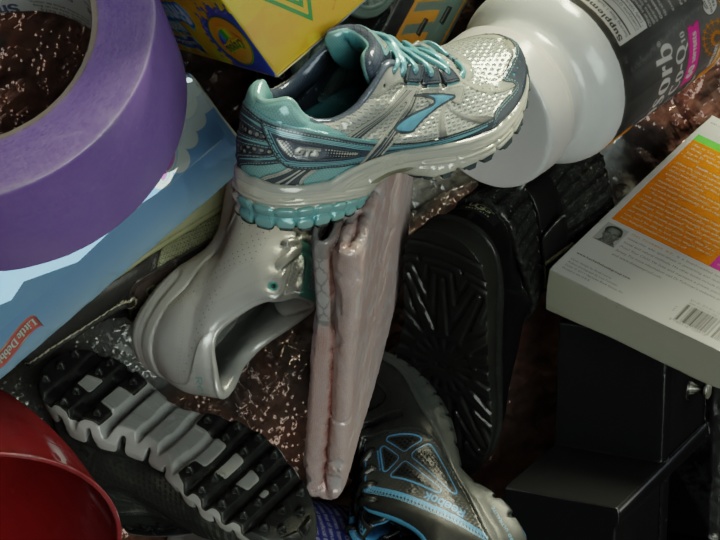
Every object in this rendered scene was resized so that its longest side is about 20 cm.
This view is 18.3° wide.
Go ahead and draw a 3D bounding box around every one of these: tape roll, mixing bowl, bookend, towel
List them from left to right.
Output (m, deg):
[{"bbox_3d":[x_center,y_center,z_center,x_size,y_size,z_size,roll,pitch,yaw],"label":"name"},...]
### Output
[{"bbox_3d":[-0.244,0.132,1.268,0.199,0.109,0.201,-13,138,-12],"label":"mixing bowl"},{"bbox_3d":[-0.199,-0.107,1.211,0.200,0.200,0.085,-41,156,-12],"label":"tape roll"},{"bbox_3d":[0.000,0.000,1.304,0.032,0.200,0.192,10,130,7],"label":"towel"},{"bbox_3d":[0.164,0.116,1.411,0.199,0.092,0.201,-28,122,-59],"label":"bookend"}]

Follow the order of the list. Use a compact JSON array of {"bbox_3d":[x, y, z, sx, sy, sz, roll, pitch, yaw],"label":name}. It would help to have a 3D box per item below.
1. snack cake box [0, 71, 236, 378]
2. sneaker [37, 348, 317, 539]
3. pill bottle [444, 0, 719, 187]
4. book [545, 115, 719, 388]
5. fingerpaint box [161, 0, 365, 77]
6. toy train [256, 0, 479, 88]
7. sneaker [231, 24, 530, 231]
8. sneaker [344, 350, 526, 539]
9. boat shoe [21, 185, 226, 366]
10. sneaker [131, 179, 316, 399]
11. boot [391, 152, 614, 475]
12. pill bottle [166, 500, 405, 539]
[{"bbox_3d":[-0.172,-0.033,1.285,0.200,0.115,0.067,-42,113,-12],"label":"snack cake box"},{"bbox_3d":[-0.106,0.125,1.320,0.066,0.200,0.091,-41,148,-38],"label":"sneaker"},{"bbox_3d":[0.133,-0.134,1.367,0.200,0.116,0.117,-36,114,-40],"label":"pill bottle"},{"bbox_3d":[0.227,-0.012,1.415,0.200,0.133,0.048,-38,144,-40],"label":"book"},{"bbox_3d":[-0.103,-0.200,1.237,0.073,0.200,0.167,-41,114,-11],"label":"fingerpaint box"},{"bbox_3d":[0.013,-0.166,1.365,0.114,0.085,0.201,29,88,-35],"label":"toy train"},{"bbox_3d":[0.017,-0.093,1.195,0.200,0.077,0.087,-30,132,-34],"label":"sneaker"},{"bbox_3d":[0.021,0.123,1.362,0.082,0.200,0.073,-15,140,-31],"label":"sneaker"},{"bbox_3d":[-0.122,0.001,1.338,0.201,0.072,0.066,-39,108,-18],"label":"boat shoe"},{"bbox_3d":[-0.046,-0.013,1.294,0.075,0.088,0.201,35,85,-43],"label":"sneaker"},{"bbox_3d":[0.093,0.018,1.435,0.158,0.079,0.212,-43,150,-43],"label":"boot"},{"bbox_3d":[-0.016,0.204,1.399,0.199,0.116,0.116,12,95,-25],"label":"pill bottle"}]
